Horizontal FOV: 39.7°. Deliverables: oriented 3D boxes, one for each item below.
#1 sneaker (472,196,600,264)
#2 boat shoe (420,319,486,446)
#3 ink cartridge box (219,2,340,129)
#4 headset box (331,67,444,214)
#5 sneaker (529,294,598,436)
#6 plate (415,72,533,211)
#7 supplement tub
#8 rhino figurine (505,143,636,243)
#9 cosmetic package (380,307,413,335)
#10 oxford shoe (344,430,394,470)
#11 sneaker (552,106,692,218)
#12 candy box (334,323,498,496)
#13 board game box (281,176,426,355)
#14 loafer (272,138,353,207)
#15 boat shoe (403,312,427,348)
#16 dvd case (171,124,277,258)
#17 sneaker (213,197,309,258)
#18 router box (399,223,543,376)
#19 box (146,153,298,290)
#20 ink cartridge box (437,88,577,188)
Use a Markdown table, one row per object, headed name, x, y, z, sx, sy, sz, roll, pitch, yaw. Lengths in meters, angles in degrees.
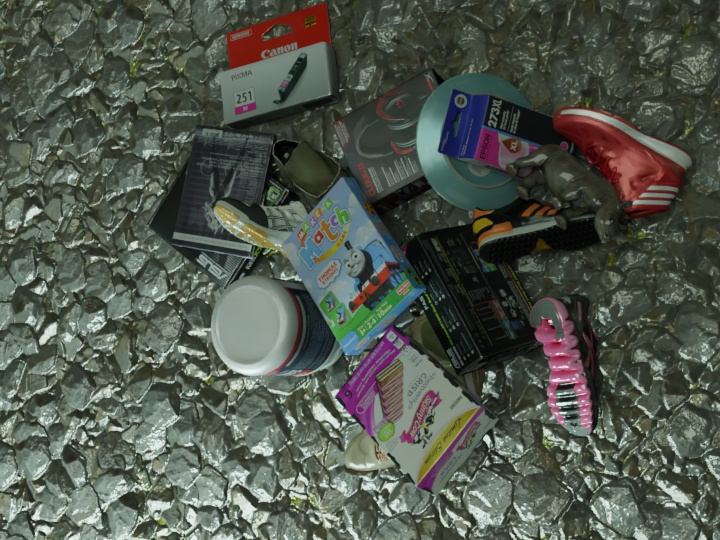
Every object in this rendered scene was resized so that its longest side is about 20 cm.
| name | x | y | z | sx | sy | sz | roll | pitch | yaw |
| --- | --- | --- | --- | --- | --- | --- | --- | --- | --- |
| sneaker | 0.254 | -0.075 | 1.402 | 0.198 | 0.070 | 0.091 | -12 | 55 | -2 |
| boat shoe | 0.147 | 0.156 | 1.422 | 0.074 | 0.068 | 0.202 | -1 | 105 | 53 |
| ink cartridge box | -0.138 | -0.340 | 1.636 | 0.198 | 0.043 | 0.176 | -12 | 79 | 21 |
| headset box | 0.059 | -0.189 | 1.513 | 0.198 | 0.075 | 0.150 | -26 | 74 | 17 |
| sneaker | 0.300 | 0.125 | 1.367 | 0.079 | 0.095 | 0.202 | -2 | 104 | 50 |
| plate | 0.175 | -0.185 | 1.428 | 0.198 | 0.026 | 0.203 | 1 | 88 | -17 |
| supplement tub | -0.114 | 0.085 | 1.471 | 0.139 | 0.199 | 0.142 | -3 | 83 | 26 |
| rhino figurine | 0.293 | -0.101 | 1.338 | 0.087 | 0.060 | 0.200 | -37 | 57 | -16 |
| cosmetic package | 0.000 | 0.000 | 1.494 | 0.082 | 0.051 | 0.202 | -23 | 83 | -6 |
| oxford shoe | 0.042 | 0.249 | 1.437 | 0.199 | 0.075 | 0.071 | -29 | 83 | 35 |
| sneaker | 0.343 | -0.141 | 1.366 | 0.198 | 0.078 | 0.117 | 23 | 81 | 13 |
| candy box | 0.072 | 0.186 | 1.354 | 0.137 | 0.061 | 0.200 | -52 | 49 | 3 |
| board game box | -0.014 | -0.006 | 1.413 | 0.151 | 0.036 | 0.201 | -45 | 64 | 27 |
| loafer | -0.082 | -0.152 | 1.524 | 0.076 | 0.070 | 0.200 | -53 | 36 | -4 |
| boat shoe | 0.072 | 0.126 | 1.466 | 0.072 | 0.065 | 0.200 | 45 | 100 | 22 |
| dvd case | -0.219 | -0.129 | 1.603 | 0.147 | 0.016 | 0.203 | 9 | 85 | 22 |
| sneaker | -0.129 | -0.077 | 1.543 | 0.198 | 0.076 | 0.089 | 25 | 76 | -19 |
| router box | 0.157 | 0.034 | 1.395 | 0.062 | 0.149 | 0.201 | -45 | 65 | 45 |
| box | -0.228 | -0.097 | 1.635 | 0.199 | 0.047 | 0.194 | 37 | 95 | 23 |
| ink cartridge box | 0.213 | -0.185 | 1.409 | 0.198 | 0.037 | 0.096 | 15 | 85 | -13 |
